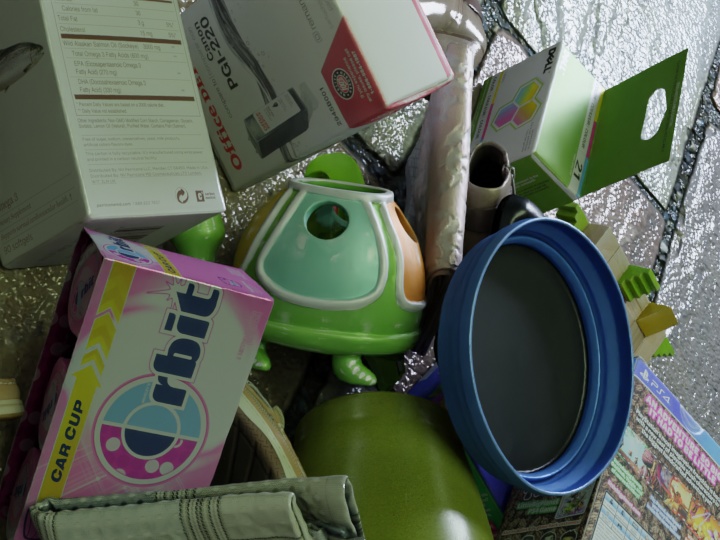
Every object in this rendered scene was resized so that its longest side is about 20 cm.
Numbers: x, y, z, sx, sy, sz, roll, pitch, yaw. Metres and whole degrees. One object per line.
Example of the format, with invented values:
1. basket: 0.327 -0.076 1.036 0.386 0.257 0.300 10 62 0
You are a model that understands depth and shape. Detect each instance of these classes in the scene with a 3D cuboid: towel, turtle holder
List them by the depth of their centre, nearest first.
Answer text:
1. towel: -0.080 0.209 0.786 0.035 0.198 0.194 -77 156 -60
2. turtle holder: -0.038 -0.002 0.977 0.140 0.184 0.133 -8 108 -55
3. towel: 0.060 -0.053 1.079 0.032 0.191 0.202 6 66 -5

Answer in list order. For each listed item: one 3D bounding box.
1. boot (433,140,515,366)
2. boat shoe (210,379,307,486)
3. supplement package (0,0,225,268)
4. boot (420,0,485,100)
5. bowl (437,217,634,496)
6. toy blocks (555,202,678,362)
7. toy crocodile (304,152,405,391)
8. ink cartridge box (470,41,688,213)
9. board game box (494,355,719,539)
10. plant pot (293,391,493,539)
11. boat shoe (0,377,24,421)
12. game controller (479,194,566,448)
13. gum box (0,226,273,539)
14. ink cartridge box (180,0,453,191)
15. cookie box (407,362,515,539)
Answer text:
1. boot: 0.097 -0.006 1.067 0.201 0.069 0.147 -91 -178 -55
2. boat shoe: -0.078 0.110 0.898 0.076 0.072 0.200 3 40 -49
3. supplement package: -0.189 -0.117 0.896 0.117 0.116 0.202 -6 78 -45
4. boot: 0.036 -0.247 1.199 0.200 0.070 0.147 40 44 -28
5. bowl: 0.130 0.063 0.964 0.199 0.039 0.203 8 79 -44
6. toy blocks: 0.207 0.056 1.233 0.137 0.099 0.201 -49 126 -21
7. toy crocodile: 0.000 0.000 1.073 0.061 0.068 0.202 -10 81 -8
8. ink cartridge box: 0.195 -0.142 1.217 0.076 0.199 0.149 39 51 -26
9. board game box: 0.209 0.203 1.065 0.159 0.096 0.201 45 51 -24
10. plant pot: 0.014 0.200 0.937 0.199 0.200 0.194 30 43 -32
11. boat shoe: -0.289 0.054 0.765 0.199 0.073 0.070 11 73 -40
12. game controller: 0.120 0.044 1.014 0.104 0.042 0.202 33 61 -38
13. gum box: -0.145 0.088 0.822 0.113 0.066 0.202 15 100 -28
14. ink cartridge box: -0.047 -0.164 0.991 0.084 0.199 0.147 -29 95 -40
15. cookie box: 0.136 0.157 1.134 0.171 0.075 0.201 -41 103 -43
